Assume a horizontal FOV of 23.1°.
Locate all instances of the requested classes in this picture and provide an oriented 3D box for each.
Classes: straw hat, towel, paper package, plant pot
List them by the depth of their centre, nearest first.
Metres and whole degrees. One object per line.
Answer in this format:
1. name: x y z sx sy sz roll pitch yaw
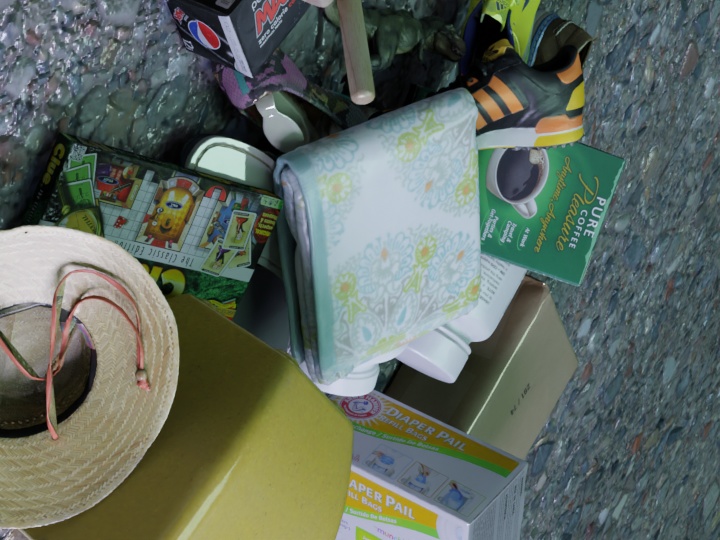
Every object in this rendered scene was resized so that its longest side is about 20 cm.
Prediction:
1. straw hat: -0.218 0.061 1.138 0.202 0.200 0.085 -66 -164 2
2. plant pot: -0.118 0.138 1.221 0.200 0.195 0.194 -52 144 -9
3. towel: 0.017 -0.026 1.345 0.171 0.048 0.201 -26 128 -31
4. paper package: 0.122 0.119 1.783 0.201 0.103 0.191 -58 152 -15

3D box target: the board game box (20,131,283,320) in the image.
1. board game box: -0.146 -0.024 1.214 0.199 0.023 0.105 13 107 -47

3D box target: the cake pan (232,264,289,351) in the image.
1. cake pan: -0.119 0.071 1.382 0.200 0.037 0.201 -42 145 -39

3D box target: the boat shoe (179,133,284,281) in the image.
1. boat shoe: -0.078 -0.049 1.326 0.075 0.062 0.200 -52 139 4

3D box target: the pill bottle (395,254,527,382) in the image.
1. pill bottle: 0.092 -0.006 1.613 0.201 0.113 0.113 -60 153 -10

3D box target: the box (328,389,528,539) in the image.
1. box: 0.038 0.200 1.591 0.101 0.199 0.113 -38 140 -43

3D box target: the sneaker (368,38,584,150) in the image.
1. sneaker: 0.094 -0.145 1.445 0.199 0.070 0.091 -5 108 -23

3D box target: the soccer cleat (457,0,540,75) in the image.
1. soccer cleat: 0.124 -0.240 1.500 0.084 0.064 0.202 -20 120 -73

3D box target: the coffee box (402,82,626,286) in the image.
1. coffee box: 0.119 -0.074 1.532 0.044 0.199 0.124 -138 -115 -77

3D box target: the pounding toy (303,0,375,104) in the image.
1. pounding toy: -0.035 -0.242 1.099 0.184 0.199 0.143 -51 150 -24

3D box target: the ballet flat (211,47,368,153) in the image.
1. ballet flat: -0.048 -0.110 1.318 0.200 0.069 0.072 33 38 -61

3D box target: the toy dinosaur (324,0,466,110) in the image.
1. toy dinosaur: 0.012 -0.175 1.415 0.200 0.047 0.089 7 103 -57

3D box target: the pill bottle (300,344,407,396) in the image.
1. pill bottle: 0.000 0.000 1.457 0.111 0.110 0.201 -20 128 -54

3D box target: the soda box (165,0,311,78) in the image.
1. soda box: -0.050 -0.234 1.229 0.200 0.063 0.071 -53 151 -21

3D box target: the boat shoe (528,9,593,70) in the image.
1. boat shoe: 0.172 -0.144 1.687 0.072 0.072 0.201 -25 133 -51
